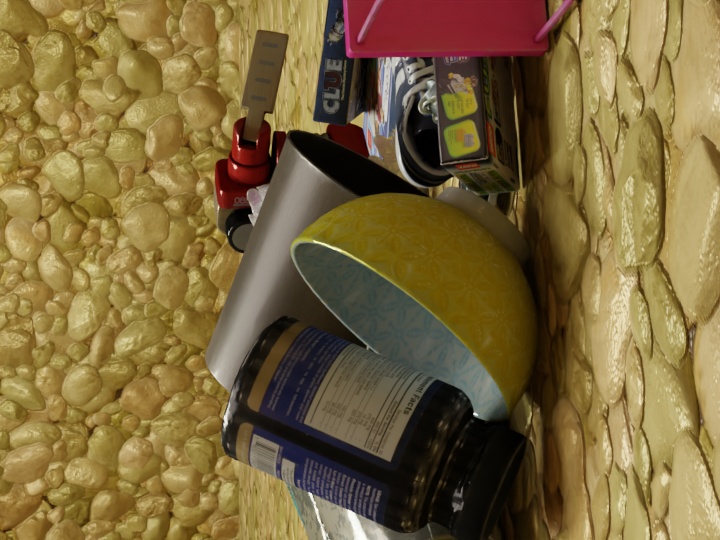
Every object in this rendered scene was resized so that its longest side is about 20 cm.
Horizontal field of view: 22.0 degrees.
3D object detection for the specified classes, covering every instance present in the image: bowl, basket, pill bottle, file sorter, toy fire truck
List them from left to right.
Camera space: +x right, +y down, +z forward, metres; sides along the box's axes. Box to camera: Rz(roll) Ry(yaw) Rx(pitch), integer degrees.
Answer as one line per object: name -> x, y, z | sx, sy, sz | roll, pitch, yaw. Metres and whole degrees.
toy fire truck -> -0.064, -0.135, 1.940 | 0.129, 0.176, 0.200 | -102, 14, -51
basket -> -0.032, 0.015, 1.509 | 0.200, 0.180, 0.136 | -58, 6, 15
pill bottle -> 0.011, 0.118, 1.315 | 0.112, 0.200, 0.112 | 23, -90, -78
bowl -> 0.060, 0.005, 1.326 | 0.108, 0.200, 0.200 | -50, -1, -14
file sorter -> 0.063, -0.255, 1.222 | 0.125, 0.139, 0.200 | 131, 137, -75

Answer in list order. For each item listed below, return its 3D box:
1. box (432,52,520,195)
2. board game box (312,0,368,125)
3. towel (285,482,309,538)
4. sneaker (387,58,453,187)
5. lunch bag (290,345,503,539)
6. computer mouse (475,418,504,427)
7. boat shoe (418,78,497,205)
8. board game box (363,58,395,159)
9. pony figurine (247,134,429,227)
box -> 0.080, -0.163, 1.329 | 0.110, 0.035, 0.200 | 29, -124, -70
board game box -> -0.007, -0.249, 1.803 | 0.135, 0.035, 0.200 | -51, -31, -76
towel -> -0.002, 0.201, 1.625 | 0.147, 0.022, 0.200 | -14, 102, 39
sneaker -> 0.053, -0.166, 1.516 | 0.109, 0.070, 0.200 | -131, 33, -84
lunch bag -> 0.032, 0.178, 1.446 | 0.168, 0.139, 0.200 | 97, 158, -54
computer mouse -> 0.086, 0.087, 1.516 | 0.200, 0.034, 0.059 | -134, 28, -67
boat shoe -> 0.072, -0.135, 1.430 | 0.073, 0.062, 0.200 | 129, 139, -76
board game box -> 0.033, -0.181, 1.761 | 0.135, 0.034, 0.200 | -102, 13, -51
pony figurine -> 0.000, 0.000, 1.676 | 0.200, 0.166, 0.193 | -102, -6, -60
